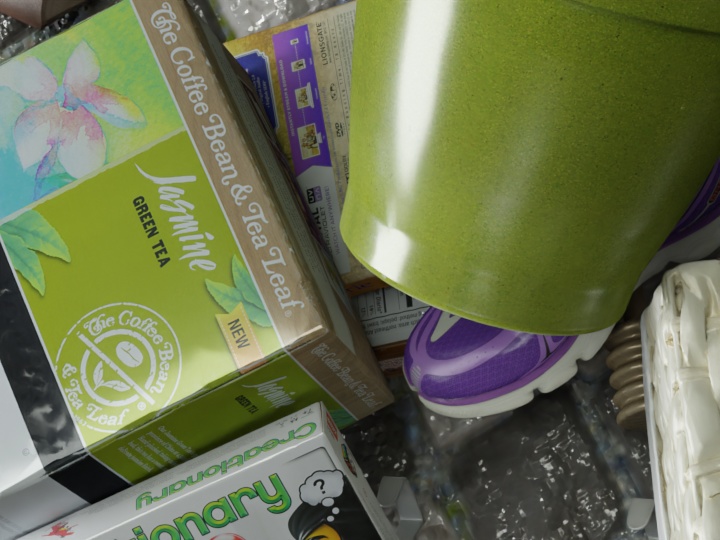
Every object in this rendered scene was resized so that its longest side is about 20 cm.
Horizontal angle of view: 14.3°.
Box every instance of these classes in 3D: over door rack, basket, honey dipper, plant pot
[{"bbox_3d":[0.066,0.205,1.364,0.148,0.067,0.200,2,64,25],"label":"over door rack"},{"bbox_3d":[0.200,0.092,1.273,0.135,0.123,0.200,-6,73,3],"label":"basket"},{"bbox_3d":[0.127,-0.021,1.403,0.038,0.038,0.200,-16,68,20],"label":"honey dipper"},{"bbox_3d":[0.079,-0.084,1.218,0.200,0.200,0.193,27,113,27],"label":"plant pot"}]

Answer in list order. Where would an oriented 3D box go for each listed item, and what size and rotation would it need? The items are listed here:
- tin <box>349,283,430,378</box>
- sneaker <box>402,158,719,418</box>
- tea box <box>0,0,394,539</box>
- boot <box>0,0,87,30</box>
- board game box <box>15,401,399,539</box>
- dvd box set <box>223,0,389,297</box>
[{"bbox_3d":[0.000,0.000,1.454,0.200,0.042,0.112,-13,76,21],"label":"tin"},{"bbox_3d":[0.093,-0.014,1.348,0.200,0.083,0.081,-42,54,7],"label":"sneaker"},{"bbox_3d":[-0.119,0.005,1.366,0.197,0.134,0.200,-27,68,5],"label":"tea box"},{"bbox_3d":[-0.238,-0.157,1.592,0.200,0.064,0.187,20,88,23],"label":"boot"},{"bbox_3d":[-0.080,0.156,1.336,0.200,0.126,0.035,-25,25,7],"label":"board game box"},{"bbox_3d":[-0.069,-0.042,1.458,0.200,0.029,0.146,-17,72,20],"label":"dvd box set"}]
